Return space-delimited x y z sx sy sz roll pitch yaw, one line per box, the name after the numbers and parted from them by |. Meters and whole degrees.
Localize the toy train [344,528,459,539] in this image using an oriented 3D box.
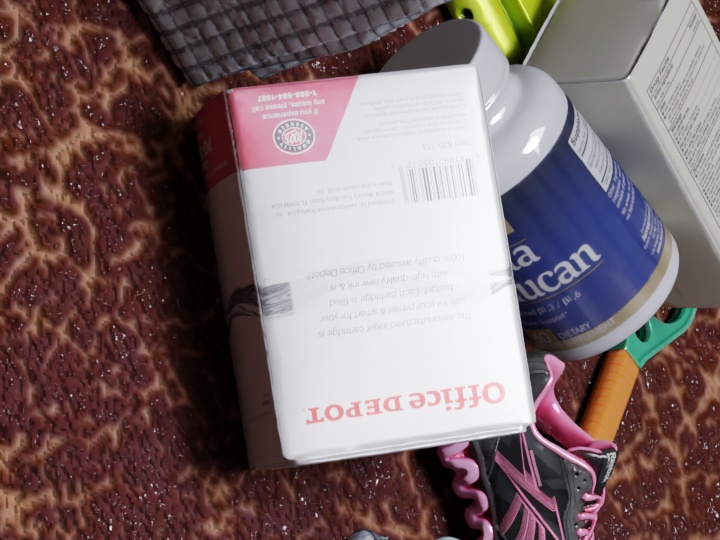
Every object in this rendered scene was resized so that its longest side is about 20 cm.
0.048 0.225 1.507 0.200 0.085 0.114 42 59 -34 | toy train

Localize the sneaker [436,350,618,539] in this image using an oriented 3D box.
0.111 0.136 1.587 0.201 0.095 0.079 68 21 -11 | sneaker

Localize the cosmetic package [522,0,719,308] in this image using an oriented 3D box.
0.186 -0.079 1.702 0.200 0.087 0.104 58 47 -35 | cosmetic package

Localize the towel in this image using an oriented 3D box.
-0.042 -0.195 1.431 0.166 0.200 0.086 57 43 -19 | towel

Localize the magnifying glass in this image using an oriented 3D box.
0.175 0.043 1.760 0.080 0.022 0.200 51 45 -27 | magnifying glass

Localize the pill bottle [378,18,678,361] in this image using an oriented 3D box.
0.093 -0.050 1.617 0.200 0.111 0.111 49 46 -28 | pill bottle

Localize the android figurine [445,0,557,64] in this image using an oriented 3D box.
0.116 -0.186 1.744 0.182 0.041 0.200 -47 114 -47 | android figurine

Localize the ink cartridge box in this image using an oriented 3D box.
0.000 0.000 1.468 0.146 0.083 0.201 -7 84 -18 | ink cartridge box
